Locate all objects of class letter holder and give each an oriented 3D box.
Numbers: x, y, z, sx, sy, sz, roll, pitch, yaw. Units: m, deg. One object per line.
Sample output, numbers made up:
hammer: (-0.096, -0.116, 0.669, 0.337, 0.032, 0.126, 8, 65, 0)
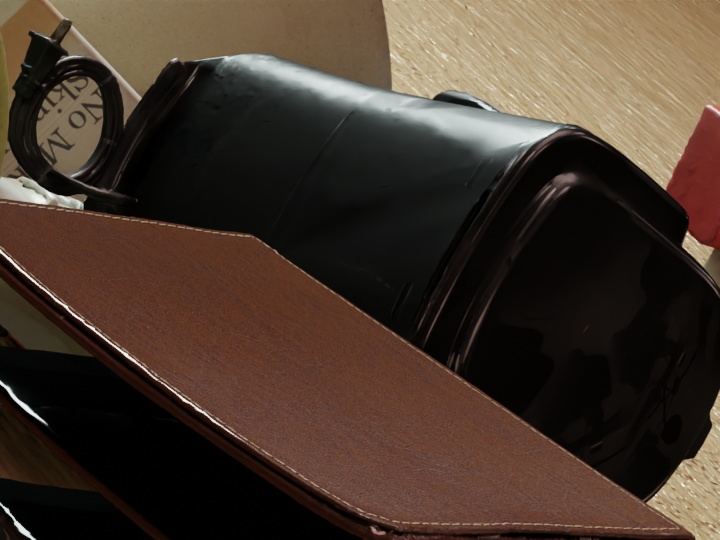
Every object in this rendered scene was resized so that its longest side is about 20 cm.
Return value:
letter holder: (-0.036, 0.067, 0.730, 0.142, 0.101, 0.200, 10, 18, -48)

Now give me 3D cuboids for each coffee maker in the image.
coffee maker: (0.000, 0.000, 0.906, 0.192, 0.135, 0.200, 8, 6, -37)

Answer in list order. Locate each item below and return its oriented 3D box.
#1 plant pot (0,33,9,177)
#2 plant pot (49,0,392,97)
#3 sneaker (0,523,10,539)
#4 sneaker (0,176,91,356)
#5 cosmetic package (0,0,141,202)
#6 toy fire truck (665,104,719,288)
plant pot: (-0.247, -0.044, 0.836, 0.184, 0.200, 0.200, 27, 13, 24)
plant pot: (-0.115, -0.093, 1.189, 0.200, 0.187, 0.187, -10, 37, -24)
sneaker: (-0.136, 0.091, 0.769, 0.078, 0.086, 0.200, -10, 62, -8)
sneaker: (-0.103, -0.006, 1.000, 0.200, 0.093, 0.070, 54, -3, -36)
cosmetic package: (-0.151, -0.063, 1.051, 0.200, 0.103, 0.087, 45, -2, -30)
toy fire truck: (0.085, 0.021, 0.990, 0.049, 0.200, 0.141, 13, 15, -37)
